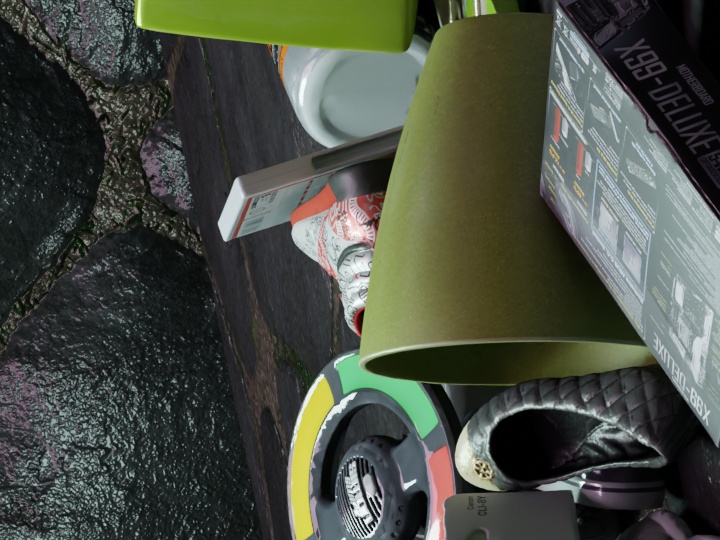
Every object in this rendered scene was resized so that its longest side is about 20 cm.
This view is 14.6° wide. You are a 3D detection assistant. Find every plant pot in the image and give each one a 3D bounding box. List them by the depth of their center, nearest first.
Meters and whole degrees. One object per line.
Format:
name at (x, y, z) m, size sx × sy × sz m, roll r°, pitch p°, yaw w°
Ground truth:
plant pot at (0.091, -0.044, 1.651) m, size 0.187 × 0.187 × 0.200 m, roll 131°, pitch 139°, yaw -77°
plant pot at (-0.051, -0.284, 1.968) m, size 0.199 × 0.200 × 0.182 m, roll -87°, pitch 1°, yaw -52°

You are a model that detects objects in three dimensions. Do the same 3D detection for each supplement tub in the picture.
supplement tub at (-0.014, -0.191, 2.149) m, size 0.200 × 0.122 × 0.123 m, roll -113°, pitch 15°, yaw -48°

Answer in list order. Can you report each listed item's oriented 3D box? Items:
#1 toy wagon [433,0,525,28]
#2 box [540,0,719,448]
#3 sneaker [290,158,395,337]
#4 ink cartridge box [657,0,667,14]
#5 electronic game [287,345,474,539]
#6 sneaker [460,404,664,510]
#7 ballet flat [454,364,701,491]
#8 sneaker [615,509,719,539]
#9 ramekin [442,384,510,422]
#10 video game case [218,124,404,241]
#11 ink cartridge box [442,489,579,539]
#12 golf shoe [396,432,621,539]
toy wagon at (0.079, -0.186, 1.882) m, size 0.200 × 0.040 × 0.155 m, roll -119°, pitch 20°, yaw -57°
box at (0.163, -0.031, 1.461) m, size 0.200 × 0.050 × 0.158 m, roll 57°, pitch 160°, yaw 35°
sneaker at (-0.001, 0.000, 1.916) m, size 0.201 × 0.067 × 0.108 m, roll 132°, pitch 130°, yaw -73°
ink cartridge box at (0.138, -0.173, 1.579) m, size 0.200 × 0.037 × 0.095 m, roll -114°, pitch 15°, yaw -57°
electronic game at (0.011, 0.148, 1.850) m, size 0.200 × 0.042 × 0.200 m, roll -1°, pitch 88°, yaw 55°
sneaker at (0.123, 0.101, 1.791) m, size 0.200 × 0.078 × 0.079 m, roll 6°, pitch 97°, yaw 54°
ballet flat at (0.121, 0.099, 1.673) m, size 0.200 × 0.057 × 0.066 m, roll -21°, pitch 114°, yaw 49°
sneaker at (0.167, 0.189, 1.669) m, size 0.200 × 0.082 × 0.075 m, roll 148°, pitch 102°, yaw -79°
ramekin at (0.076, 0.023, 1.975) m, size 0.202 × 0.094 × 0.203 m, roll 168°, pitch 90°, yaw -80°
video game case at (0.002, -0.071, 1.972) m, size 0.143 × 0.200 × 0.017 m, roll 124°, pitch 127°, yaw -76°
ink cartridge box at (0.098, 0.252, 1.698) m, size 0.145 × 0.083 × 0.200 m, roll -90°, pitch -5°, yaw -66°
golf shoe at (0.084, 0.171, 1.906) m, size 0.078 × 0.200 × 0.095 m, roll -59°, pitch -36°, yaw -28°
